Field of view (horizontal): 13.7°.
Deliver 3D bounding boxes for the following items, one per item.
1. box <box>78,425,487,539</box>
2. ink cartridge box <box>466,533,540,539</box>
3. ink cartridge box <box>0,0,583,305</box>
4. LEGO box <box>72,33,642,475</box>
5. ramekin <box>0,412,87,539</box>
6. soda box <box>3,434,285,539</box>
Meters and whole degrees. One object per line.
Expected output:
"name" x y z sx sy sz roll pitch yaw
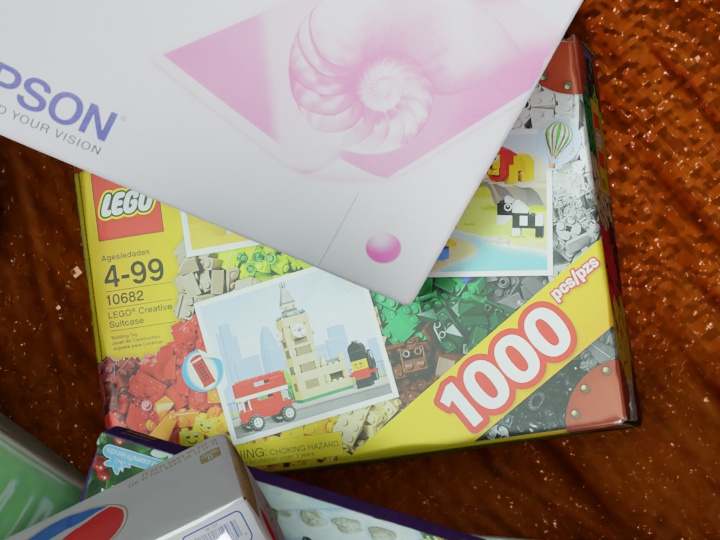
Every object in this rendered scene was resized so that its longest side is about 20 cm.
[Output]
"box" -0.017 0.150 1.078 0.199 0.039 0.137 17 92 4
"ink cartridge box" 0.083 0.202 1.131 0.145 0.083 0.201 5 88 11
"ink cartridge box" -0.027 -0.107 1.041 0.196 0.043 0.200 22 119 -10
"LEGO box" 0.000 0.000 1.163 0.199 0.077 0.149 -9 86 10
"ramekin" -0.189 0.080 1.139 0.200 0.200 0.098 35 86 11
"soda box" -0.117 0.133 1.017 0.200 0.068 0.064 -26 108 0
